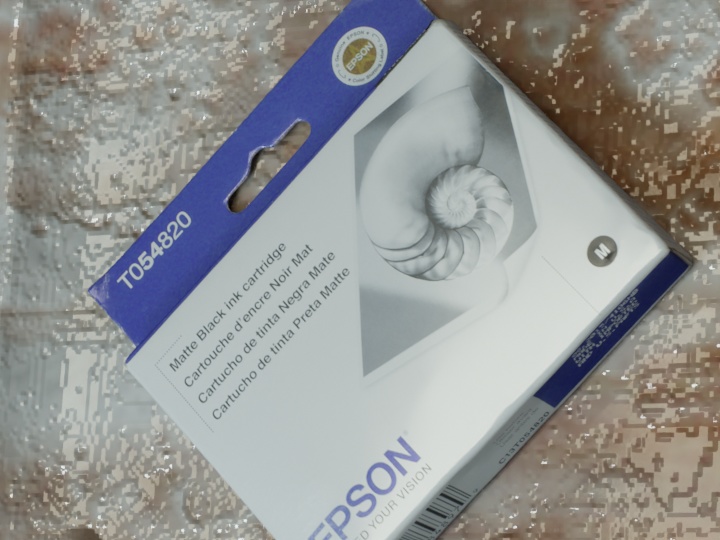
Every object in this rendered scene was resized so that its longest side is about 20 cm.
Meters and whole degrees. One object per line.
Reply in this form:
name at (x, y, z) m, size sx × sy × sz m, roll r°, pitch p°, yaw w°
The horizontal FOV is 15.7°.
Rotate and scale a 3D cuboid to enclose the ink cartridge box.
ink cartridge box at (0.000, 0.000, 1.068) m, size 0.200 × 0.041 × 0.200 m, roll -48°, pitch 63°, yaw 7°
